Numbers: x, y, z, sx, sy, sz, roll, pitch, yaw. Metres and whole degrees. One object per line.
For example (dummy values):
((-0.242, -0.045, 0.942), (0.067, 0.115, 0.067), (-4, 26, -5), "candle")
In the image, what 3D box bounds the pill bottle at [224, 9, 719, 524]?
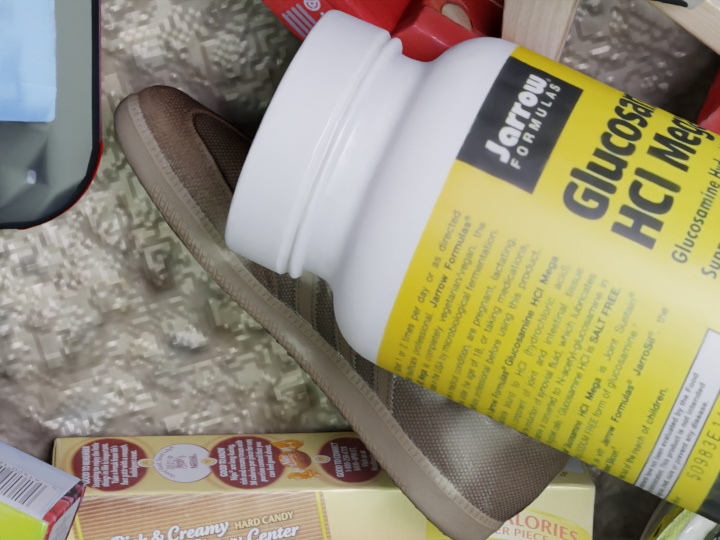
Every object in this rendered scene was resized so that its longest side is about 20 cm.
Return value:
((0.063, -0.005, 0.878), (0.199, 0.112, 0.113), (24, 108, 5), "pill bottle")

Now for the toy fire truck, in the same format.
((0.054, -0.089, 0.923), (0.141, 0.049, 0.200), (-27, 114, 42), "toy fire truck")

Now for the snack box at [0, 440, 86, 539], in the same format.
((-0.216, 0.100, 0.976), (0.199, 0.053, 0.143), (26, 106, 4), "snack box")

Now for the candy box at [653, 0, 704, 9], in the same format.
((0.053, -0.144, 0.788), (0.199, 0.061, 0.136), (8, 155, -30), "candy box")

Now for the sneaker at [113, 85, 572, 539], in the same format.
((0.000, 0.000, 0.966), (0.075, 0.070, 0.200), (-41, 93, 6), "sneaker")

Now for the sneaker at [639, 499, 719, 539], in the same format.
((0.101, 0.149, 0.970), (0.075, 0.076, 0.201), (22, 80, 6), "sneaker")

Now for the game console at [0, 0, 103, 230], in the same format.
((-0.176, -0.111, 0.940), (0.175, 0.031, 0.202), (0, 110, -6), "game console")

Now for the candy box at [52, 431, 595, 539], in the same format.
((-0.015, 0.123, 1.029), (0.198, 0.055, 0.116), (0, 111, -5), "candy box")
